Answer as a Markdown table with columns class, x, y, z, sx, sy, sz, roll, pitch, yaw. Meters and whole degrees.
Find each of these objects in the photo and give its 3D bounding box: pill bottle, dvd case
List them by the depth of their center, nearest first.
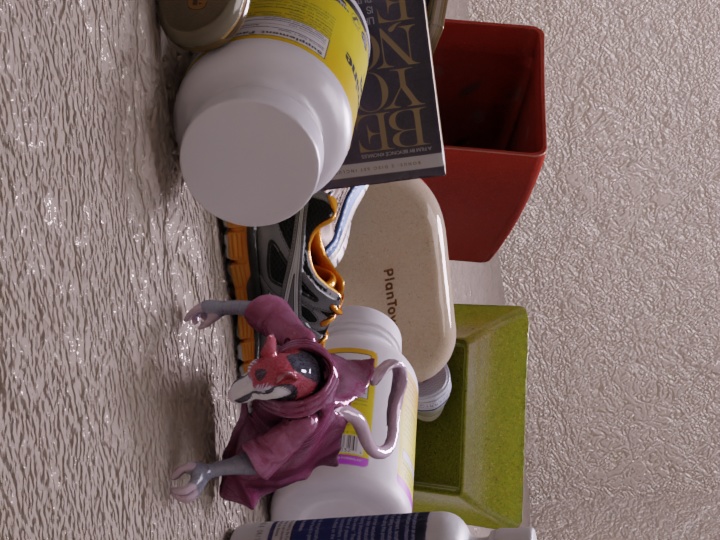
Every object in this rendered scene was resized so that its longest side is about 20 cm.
| class | x | y | z | sx | sy | sz | roll | pitch | yaw |
| --- | --- | --- | --- | --- | --- | --- | --- | --- | --- |
| pill bottle | -0.057 | -0.110 | 1.249 | 0.200 | 0.112 | 0.112 | -79 | 163 | -60 |
| pill bottle | 0.017 | 0.215 | 1.287 | 0.111 | 0.200 | 0.111 | -5 | 90 | -82 |
| dvd case | -0.025 | -0.147 | 1.362 | 0.016 | 0.149 | 0.200 | -92 | 174 | -61 |
| pill bottle | -0.009 | 0.120 | 1.491 | 0.200 | 0.104 | 0.104 | -84 | 167 | -48 |

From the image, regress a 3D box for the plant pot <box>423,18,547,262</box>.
| class | x | y | z | sx | sy | sz | roll | pitch | yaw |
| --- | --- | --- | --- | --- | --- | --- | --- | --- | --- |
| plant pot | 0.072 | -0.119 | 1.936 | 0.200 | 0.200 | 0.176 | -85 | -179 | -46 |

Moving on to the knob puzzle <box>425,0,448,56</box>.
| class | x | y | z | sx | sy | sz | roll | pitch | yaw |
| --- | --- | --- | --- | --- | --- | --- | --- | --- | --- |
| knob puzzle | 0.035 | -0.190 | 1.487 | 0.220 | 0.030 | 0.220 | -166 | -90 | -84 |

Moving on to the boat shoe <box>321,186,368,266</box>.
| class | x | y | z | sx | sy | sz | roll | pitch | yaw |
| --- | --- | --- | --- | --- | --- | --- | --- | --- | --- |
| boat shoe | -0.032 | -0.083 | 1.547 | 0.200 | 0.072 | 0.072 | -85 | 166 | -48 |

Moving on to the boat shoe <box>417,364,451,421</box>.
| class | x | y | z | sx | sy | sz | roll | pitch | yaw |
| --- | --- | --- | --- | --- | --- | --- | --- | --- | --- |
| boat shoe | 0.020 | 0.047 | 1.744 | 0.062 | 0.072 | 0.200 | 93 | -24 | -59 |

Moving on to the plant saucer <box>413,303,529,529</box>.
| class | x | y | z | sx | sy | sz | roll | pitch | yaw |
| --- | --- | --- | --- | --- | --- | --- | --- | --- | --- |
| plant saucer | 0.061 | 0.129 | 1.783 | 0.048 | 0.200 | 0.200 | 2 | 89 | -44 |

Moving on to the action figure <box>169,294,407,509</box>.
| class | x | y | z | sx | sy | sz | roll | pitch | yaw |
| --- | --- | --- | --- | --- | --- | --- | --- | --- | --- |
| action figure | -0.039 | 0.088 | 1.202 | 0.200 | 0.149 | 0.134 | 106 | -11 | -73 |

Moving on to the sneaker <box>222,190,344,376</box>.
| class | x | y | z | sx | sy | sz | roll | pitch | yaw |
| --- | --- | --- | --- | --- | --- | --- | --- | --- | --- |
| sneaker | -0.047 | 0.031 | 1.377 | 0.078 | 0.077 | 0.200 | -82 | 166 | -63 |

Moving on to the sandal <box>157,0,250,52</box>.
| class | x | y | z | sx | sy | sz | roll | pitch | yaw |
| --- | --- | --- | --- | --- | --- | --- | --- | --- | --- |
| sandal | -0.102 | -0.234 | 1.190 | 0.054 | 0.080 | 0.200 | 16 | 73 | -58 |

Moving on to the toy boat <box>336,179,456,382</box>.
| class | x | y | z | sx | sy | sz | roll | pitch | yaw |
| --- | --- | --- | --- | --- | --- | --- | --- | --- | --- |
| toy boat | 0.000 | 0.000 | 1.659 | 0.131 | 0.130 | 0.200 | -152 | -127 | -63 |
